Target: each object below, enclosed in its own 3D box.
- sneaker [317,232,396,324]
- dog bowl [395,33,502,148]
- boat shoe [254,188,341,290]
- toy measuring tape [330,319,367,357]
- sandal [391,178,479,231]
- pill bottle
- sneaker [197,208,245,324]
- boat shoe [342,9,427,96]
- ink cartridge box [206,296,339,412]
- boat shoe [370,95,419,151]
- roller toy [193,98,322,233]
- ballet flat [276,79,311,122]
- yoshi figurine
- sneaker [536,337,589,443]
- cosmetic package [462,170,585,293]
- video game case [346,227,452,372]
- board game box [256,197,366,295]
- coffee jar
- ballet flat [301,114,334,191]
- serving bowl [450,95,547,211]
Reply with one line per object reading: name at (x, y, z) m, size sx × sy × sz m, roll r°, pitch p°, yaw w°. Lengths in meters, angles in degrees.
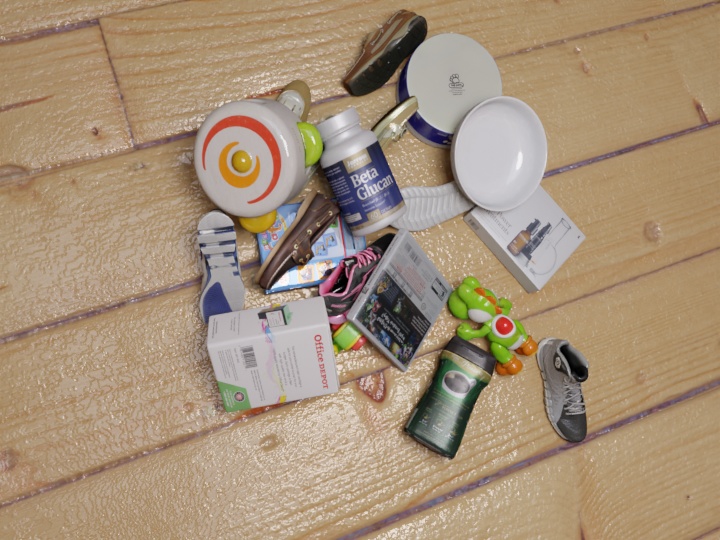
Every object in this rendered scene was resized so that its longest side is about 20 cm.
sneaker at (0.000, 0.000, 1.170) m, size 0.078 × 0.096 × 0.200 m, roll 35°, pitch 72°, yaw 33°
dog bowl at (0.171, -0.346, 1.306) m, size 0.194 × 0.079 × 0.206 m, roll 2°, pitch 82°, yaw -12°
boat shoe at (-0.106, -0.046, 1.172) m, size 0.070 × 0.070 × 0.202 m, roll 34°, pitch 77°, yaw -1°
toy measuring tape at (0.007, 0.080, 1.217) m, size 0.073 × 0.074 × 0.200 m, roll 43°, pitch 77°, yaw -3°
sandal at (0.131, -0.124, 1.285) m, size 0.197 × 0.050 × 0.085 m, roll -11°, pitch 101°, yaw -12°
pill bottle at (-0.005, -0.172, 1.176) m, size 0.109 × 0.111 × 0.204 m, roll -29°, pitch 102°, yaw -14°
sneaker at (-0.241, -0.018, 1.177) m, size 0.078 × 0.116 × 0.205 m, roll -2°, pitch 111°, yaw -9°
boat shoe at (0.040, -0.421, 1.300) m, size 0.199 × 0.076 × 0.074 m, roll -43°, pitch 64°, yaw -5°
ink cartridge box at (-0.141, 0.139, 1.121) m, size 0.194 × 0.085 × 0.148 m, roll -10°, pitch 123°, yaw -3°
boat shoe at (0.040, -0.235, 1.247) m, size 0.063 × 0.073 × 0.201 m, roll 44°, pitch 98°, yaw -11°
roller toy at (-0.179, -0.185, 1.122) m, size 0.181 × 0.140 × 0.202 m, roll 36°, pitch 109°, yaw 0°
ballet flat at (-0.141, -0.268, 1.239) m, size 0.067 × 0.063 × 0.204 m, roll 24°, pitch 78°, yaw -5°
yoshi figurine at (0.236, 0.095, 1.265) m, size 0.111 × 0.113 × 0.201 m, roll -32°, pitch 107°, yaw 25°
sneaker at (0.389, 0.223, 1.252) m, size 0.073 × 0.115 × 0.205 m, roll -16°, pitch 85°, yaw -13°
cosmetic package at (0.319, -0.083, 1.315) m, size 0.151 × 0.052 × 0.200 m, roll -44°, pitch 92°, yaw -16°
video game case at (0.075, 0.057, 1.198) m, size 0.184 × 0.023 × 0.200 m, roll -58°, pitch 136°, yaw -14°
board game box at (-0.088, -0.048, 1.232) m, size 0.195 × 0.037 × 0.156 m, roll -8°, pitch 84°, yaw -14°
coffee jar at (0.164, 0.225, 1.217) m, size 0.103 × 0.086 × 0.203 m, roll 27°, pitch 77°, yaw 13°
ballet flat at (-0.099, -0.207, 1.238) m, size 0.069 × 0.069 × 0.201 m, roll 40°, pitch 77°, yaw -4°
serving bowl at (0.246, -0.215, 1.250) m, size 0.195 × 0.066 × 0.206 m, roll -4°, pitch 101°, yaw -20°
